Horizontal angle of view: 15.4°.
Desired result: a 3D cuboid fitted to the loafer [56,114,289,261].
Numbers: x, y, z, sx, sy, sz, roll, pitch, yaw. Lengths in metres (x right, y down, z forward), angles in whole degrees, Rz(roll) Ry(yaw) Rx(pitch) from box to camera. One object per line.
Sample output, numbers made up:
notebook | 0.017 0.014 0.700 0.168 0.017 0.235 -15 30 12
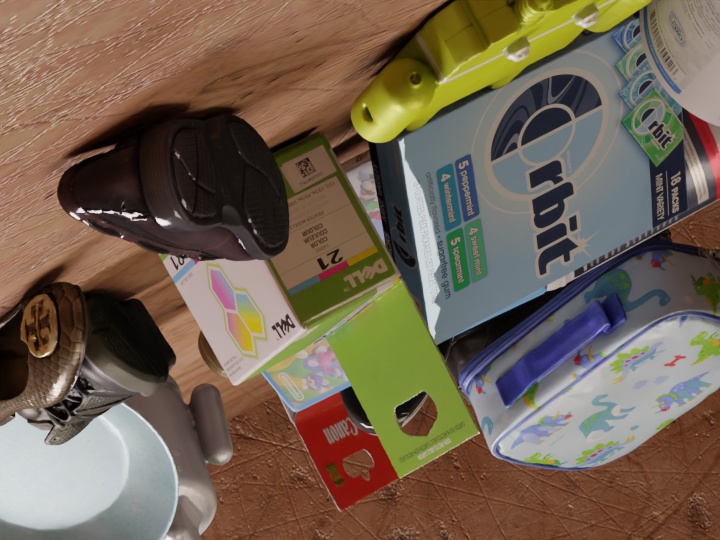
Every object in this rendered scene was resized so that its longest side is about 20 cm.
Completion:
loafer | -0.089 -0.040 1.308 0.063 0.072 0.200 -10 174 14

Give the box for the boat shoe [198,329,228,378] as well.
boat shoe | -0.044 0.014 2.117 0.200 0.071 0.065 -35 173 -27

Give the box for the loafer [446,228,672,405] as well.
loafer | 0.147 0.030 1.971 0.200 0.072 0.073 -26 175 0

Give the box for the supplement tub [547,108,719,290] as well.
supplement tub | 0.144 -0.074 1.781 0.200 0.141 0.140 -28 175 -5

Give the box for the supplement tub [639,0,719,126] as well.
supplement tub | 0.232 -0.157 1.436 0.132 0.132 0.200 -28 175 -11

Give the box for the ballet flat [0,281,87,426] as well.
ballet flat | -0.213 0.054 1.612 0.046 0.068 0.200 8 162 -25

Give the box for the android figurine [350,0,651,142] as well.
android figurine | 0.080 -0.128 1.441 0.182 0.041 0.200 -27 177 -23

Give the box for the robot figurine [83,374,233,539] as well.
robot figurine | -0.180 0.147 2.062 0.169 0.200 0.113 -22 144 -2

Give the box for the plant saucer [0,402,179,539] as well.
plant saucer | -0.232 0.149 1.942 0.201 0.201 0.039 -30 -148 16

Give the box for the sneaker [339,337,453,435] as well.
sneaker | 0.034 0.052 1.860 0.076 0.201 0.115 7 142 9

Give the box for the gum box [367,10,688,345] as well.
gum box | 0.105 -0.067 1.621 0.200 0.045 0.170 -27 134 -19

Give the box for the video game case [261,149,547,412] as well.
video game case | 0.000 0.000 1.719 0.200 0.143 0.018 -27 -153 22

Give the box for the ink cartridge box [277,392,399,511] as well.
ink cartridge box | -0.019 0.059 1.876 0.050 0.200 0.162 -30 176 18

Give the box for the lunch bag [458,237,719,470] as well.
lunch bag | 0.179 0.059 1.880 0.200 0.083 0.161 -41 150 29

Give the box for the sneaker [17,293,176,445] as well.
sneaker | -0.188 0.071 1.771 0.114 0.076 0.199 -35 -179 1

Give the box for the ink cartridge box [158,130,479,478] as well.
ink cartridge box | -0.027 0.037 1.589 0.076 0.200 0.148 -26 175 -25
